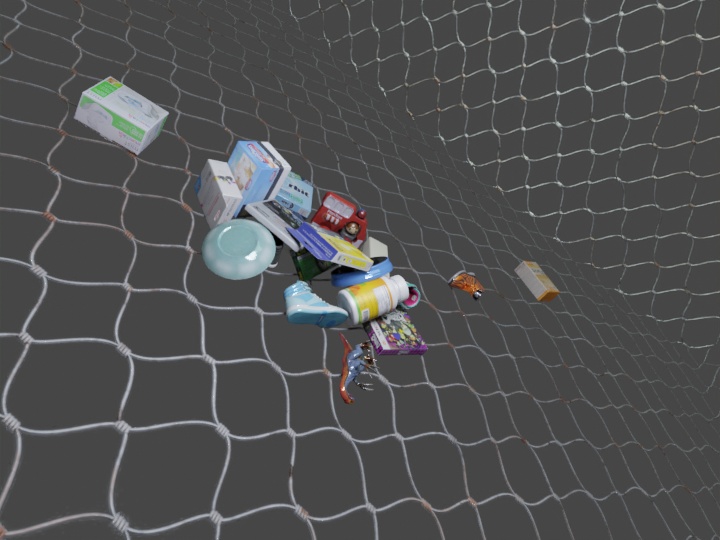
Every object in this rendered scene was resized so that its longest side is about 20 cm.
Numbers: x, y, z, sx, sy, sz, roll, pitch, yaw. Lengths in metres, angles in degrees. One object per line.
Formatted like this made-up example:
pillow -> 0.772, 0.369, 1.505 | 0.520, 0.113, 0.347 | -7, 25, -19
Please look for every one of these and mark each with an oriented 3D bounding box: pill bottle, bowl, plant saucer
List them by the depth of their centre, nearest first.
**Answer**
plant saucer -> -0.331, -0.070, 1.451 | 0.199, 0.039, 0.202 | 4, 57, -6
pill bottle -> 0.040, 0.082, 1.595 | 0.199, 0.111, 0.111 | -19, 59, -24
bowl -> 0.000, 0.000, 1.664 | 0.200, 0.199, 0.040 | -32, 109, -57

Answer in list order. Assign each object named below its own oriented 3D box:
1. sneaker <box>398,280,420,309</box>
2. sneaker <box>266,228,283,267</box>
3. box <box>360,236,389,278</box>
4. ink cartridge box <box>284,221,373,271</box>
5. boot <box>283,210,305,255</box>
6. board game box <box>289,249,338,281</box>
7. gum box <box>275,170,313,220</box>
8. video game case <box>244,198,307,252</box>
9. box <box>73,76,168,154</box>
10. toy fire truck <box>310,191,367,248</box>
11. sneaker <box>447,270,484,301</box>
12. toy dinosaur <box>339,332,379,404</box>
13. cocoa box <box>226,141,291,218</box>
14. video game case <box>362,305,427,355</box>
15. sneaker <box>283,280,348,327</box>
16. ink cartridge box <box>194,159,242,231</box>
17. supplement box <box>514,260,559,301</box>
sneaker -> 0.151, 0.076, 1.765 | 0.120, 0.084, 0.199 | 24, 9, 35
sneaker -> -0.310, -0.094, 1.540 | 0.199, 0.099, 0.071 | 28, 34, -15
box -> 0.048, -0.023, 1.854 | 0.082, 0.068, 0.201 | 27, 33, -19
ink cartridge box -> -0.090, -0.075, 1.550 | 0.199, 0.047, 0.198 | 19, 17, -46
boot -> -0.208, -0.126, 1.712 | 0.090, 0.073, 0.201 | 4, 45, -36
board game box -> -0.142, -0.039, 1.672 | 0.200, 0.023, 0.106 | -29, 105, -58
gum box -> -0.253, -0.284, 1.898 | 0.169, 0.045, 0.201 | 26, 32, -20
video game case -> -0.228, -0.139, 1.600 | 0.200, 0.023, 0.182 | 39, 20, 5
box -> -0.711, -0.462, 1.600 | 0.199, 0.097, 0.177 | 31, 30, -15
toy fire truck -> -0.065, -0.158, 1.813 | 0.199, 0.168, 0.113 | 27, 33, -18
sneaker -> 0.435, 0.063, 2.141 | 0.199, 0.078, 0.112 | -3, 49, -48
toy dinosaur -> -0.025, 0.273, 1.428 | 0.199, 0.106, 0.181 | 13, 31, 34
cocoa box -> -0.336, -0.280, 1.655 | 0.134, 0.200, 0.131 | 49, 33, 19
video game case -> 0.097, 0.182, 1.671 | 0.199, 0.036, 0.182 | 8, 43, -41
sneaker -> -0.130, 0.087, 1.517 | 0.199, 0.080, 0.131 | 12, 41, -38
ink cartridge box -> -0.414, -0.215, 1.571 | 0.067, 0.115, 0.201 | 5, 46, -42
supplement box -> 0.860, 0.051, 2.607 | 0.125, 0.074, 0.201 | 4, 45, -44
